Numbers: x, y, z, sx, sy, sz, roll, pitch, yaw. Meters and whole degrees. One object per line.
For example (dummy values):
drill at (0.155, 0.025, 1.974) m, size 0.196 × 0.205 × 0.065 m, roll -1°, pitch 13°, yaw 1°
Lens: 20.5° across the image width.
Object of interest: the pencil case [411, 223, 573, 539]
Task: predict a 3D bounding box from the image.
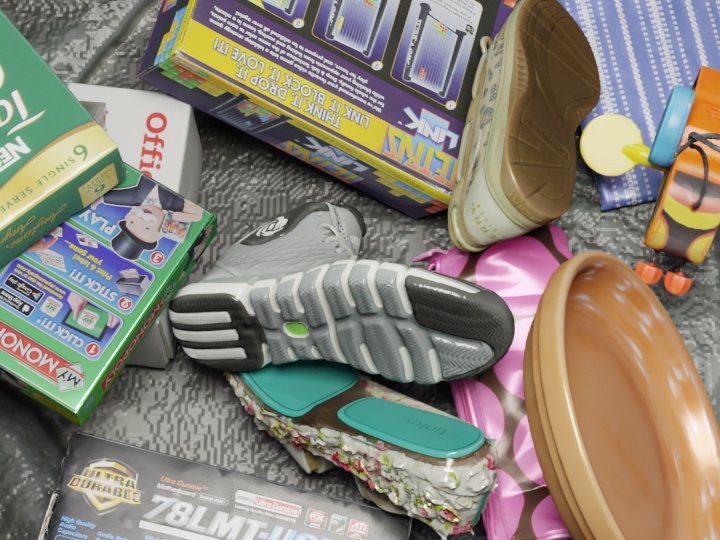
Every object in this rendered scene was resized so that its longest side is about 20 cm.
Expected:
pencil case at (0.091, 0.076, 1.118) m, size 0.094 × 0.091 × 0.200 m, roll 3°, pitch 63°, yaw -39°

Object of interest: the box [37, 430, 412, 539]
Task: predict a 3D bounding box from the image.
box at (-0.090, 0.206, 1.083) m, size 0.200 × 0.050 × 0.199 m, roll 14°, pitch 68°, yaw 2°

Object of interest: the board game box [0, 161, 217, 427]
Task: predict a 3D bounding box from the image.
board game box at (-0.198, -0.022, 1.083) m, size 0.200 × 0.029 × 0.135 m, roll 30°, pitch 72°, yaw 10°

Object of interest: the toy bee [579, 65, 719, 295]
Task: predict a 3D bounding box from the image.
toy bee at (0.181, -0.048, 1.126) m, size 0.131 × 0.200 × 0.109 m, roll 28°, pitch 112°, yaw 24°

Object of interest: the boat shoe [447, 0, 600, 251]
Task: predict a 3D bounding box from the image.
boat shoe at (0.088, -0.090, 1.138) m, size 0.073 × 0.063 × 0.200 m, roll 44°, pitch 36°, yaw -19°

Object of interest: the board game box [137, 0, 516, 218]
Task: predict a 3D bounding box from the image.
board game box at (-0.012, -0.146, 1.163) m, size 0.200 × 0.057 × 0.165 m, roll 26°, pitch 69°, yaw -26°

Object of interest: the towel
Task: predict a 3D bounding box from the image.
towel at (0.227, -0.122, 1.232) m, size 0.200 × 0.024 × 0.145 m, roll -12°, pitch 73°, yaw -5°

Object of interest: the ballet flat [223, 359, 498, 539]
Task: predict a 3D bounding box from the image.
ballet flat at (-0.006, 0.092, 1.101) m, size 0.076 × 0.064 × 0.200 m, roll -23°, pitch 34°, yaw -35°

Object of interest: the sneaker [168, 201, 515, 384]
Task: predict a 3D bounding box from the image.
sneaker at (0.000, 0.000, 1.108) m, size 0.200 × 0.075 × 0.116 m, roll 2°, pitch 36°, yaw 22°

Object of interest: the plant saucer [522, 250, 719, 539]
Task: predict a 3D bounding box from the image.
plant saucer at (0.140, 0.089, 1.057) m, size 0.037 × 0.200 × 0.200 m, roll -21°, pitch 69°, yaw 27°

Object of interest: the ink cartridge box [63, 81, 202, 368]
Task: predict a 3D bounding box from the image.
ink cartridge box at (-0.199, -0.033, 1.147) m, size 0.200 × 0.083 × 0.147 m, roll 5°, pitch 69°, yaw 0°

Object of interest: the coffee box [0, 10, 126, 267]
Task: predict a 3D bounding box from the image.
coffee box at (-0.232, -0.093, 1.071) m, size 0.123 × 0.044 × 0.200 m, roll -36°, pitch 73°, yaw -14°
